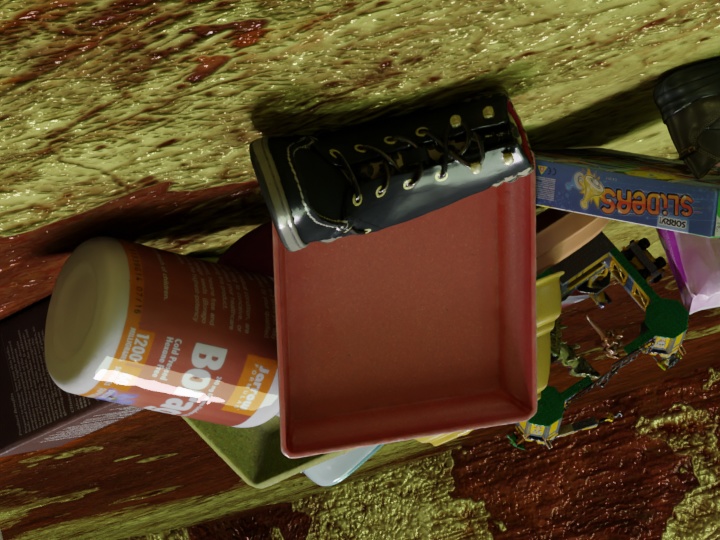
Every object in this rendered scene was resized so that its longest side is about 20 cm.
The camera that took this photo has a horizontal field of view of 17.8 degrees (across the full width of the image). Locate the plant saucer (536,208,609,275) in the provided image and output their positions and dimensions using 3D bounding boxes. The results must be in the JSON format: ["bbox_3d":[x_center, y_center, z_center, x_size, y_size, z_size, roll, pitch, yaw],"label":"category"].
[{"bbox_3d":[0.121,-0.008,1.842,0.200,0.032,0.200,-32,-178,1],"label":"plant saucer"}]

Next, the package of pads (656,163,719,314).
[{"bbox_3d":[0.346,-0.045,1.897,0.200,0.121,0.076,-15,171,-3],"label":"package of pads"}]

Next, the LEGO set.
[{"bbox_3d":[0.171,0.065,1.920,0.200,0.154,0.116,-41,162,-18],"label":"LEGO set"}]

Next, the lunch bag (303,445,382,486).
[{"bbox_3d":[-0.020,0.099,2.001,0.160,0.077,0.200,-40,-161,0],"label":"lunch bag"}]

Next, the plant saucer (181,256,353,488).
[{"bbox_3d":[-0.096,0.074,1.845,0.048,0.200,0.200,-49,-169,-32],"label":"plant saucer"}]

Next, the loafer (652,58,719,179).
[{"bbox_3d":[0.303,-0.116,1.560,0.200,0.072,0.073,-15,170,0],"label":"loafer"}]

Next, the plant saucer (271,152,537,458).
[{"bbox_3d":[0.027,0.018,1.597,0.200,0.200,0.037,-7,-166,-23],"label":"plant saucer"}]

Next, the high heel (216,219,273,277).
[{"bbox_3d":[0.000,0.000,1.673,0.200,0.096,0.067,-12,150,-17],"label":"high heel"}]

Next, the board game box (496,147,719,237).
[{"bbox_3d":[0.207,-0.057,1.625,0.200,0.034,0.135,13,-168,43],"label":"board game box"}]

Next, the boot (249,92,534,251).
[{"bbox_3d":[0.022,-0.068,1.424,0.154,0.074,0.204,-18,176,11],"label":"boot"}]

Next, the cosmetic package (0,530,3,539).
[{"bbox_3d":[-0.392,0.165,1.760,0.166,0.200,0.167,-9,169,-33],"label":"cosmetic package"}]

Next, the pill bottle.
[{"bbox_3d":[-0.111,0.049,1.618,0.200,0.112,0.112,14,157,-29],"label":"pill bottle"}]

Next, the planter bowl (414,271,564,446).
[{"bbox_3d":[0.080,0.079,1.740,0.200,0.083,0.200,-24,176,-2],"label":"planter bowl"}]

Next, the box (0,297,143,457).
[{"bbox_3d":[-0.219,0.073,1.795,0.075,0.100,0.200,-5,167,-45],"label":"box"}]

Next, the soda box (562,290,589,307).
[{"bbox_3d":[0.121,0.006,2.032,0.070,0.063,0.200,-23,167,38],"label":"soda box"}]
